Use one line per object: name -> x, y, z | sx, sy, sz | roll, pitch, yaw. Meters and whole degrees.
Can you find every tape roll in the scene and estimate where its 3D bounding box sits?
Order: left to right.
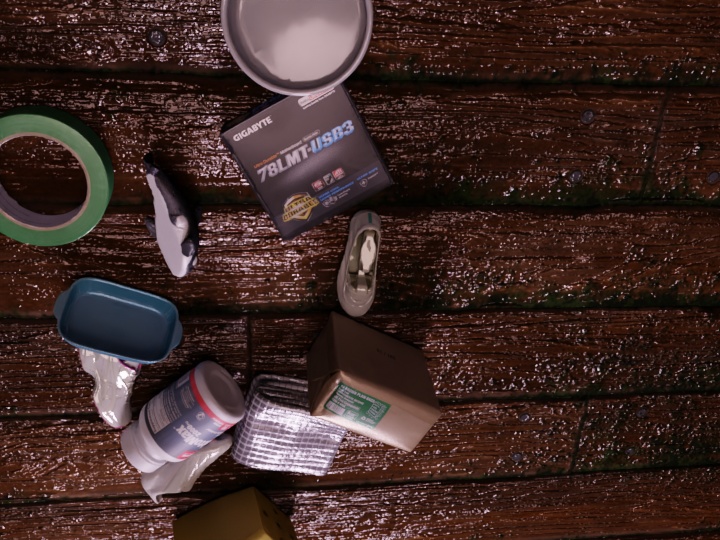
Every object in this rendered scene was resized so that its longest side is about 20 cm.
tape roll -> -0.468, -0.136, 1.055 | 0.198, 0.048, 0.202 | -3, 118, -6

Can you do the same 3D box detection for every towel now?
towel -> -0.121, 0.287, 1.308 | 0.198, 0.086, 0.167 | 14, 116, -15

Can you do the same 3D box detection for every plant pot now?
plant pot -> -0.221, 0.543, 1.377 | 0.176, 0.200, 0.200 | -38, 117, 0

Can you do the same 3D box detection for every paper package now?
paper package -> 0.018, 0.186, 1.215 | 0.199, 0.191, 0.104 | 26, 111, -19

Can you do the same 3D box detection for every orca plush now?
orca plush -> -0.282, -0.090, 1.113 | 0.105, 0.071, 0.201 | 5, 123, 41

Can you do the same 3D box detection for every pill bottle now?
pill bottle -> -0.309, 0.258, 1.246 | 0.199, 0.120, 0.120 | -36, 117, 12

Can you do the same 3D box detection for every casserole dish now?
casserole dish -> -0.387, 0.086, 1.154 | 0.198, 0.122, 0.039 | 18, 144, -18

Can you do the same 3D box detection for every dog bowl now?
dog bowl -> -0.082, -0.338, 0.962 | 0.198, 0.079, 0.202 | 0, 106, 0

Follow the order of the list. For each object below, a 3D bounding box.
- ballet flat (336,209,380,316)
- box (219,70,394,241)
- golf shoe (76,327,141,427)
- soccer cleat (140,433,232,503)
ballet flat -> 0.000, 0.000, 1.186 | 0.069, 0.070, 0.202 | 3, 117, -10
box -> -0.078, -0.174, 1.093 | 0.199, 0.050, 0.199 | -27, 119, 5
golf shoe -> -0.407, 0.182, 1.213 | 0.091, 0.076, 0.202 | -6, 120, 2
soccer cleat -> -0.312, 0.360, 1.323 | 0.199, 0.069, 0.078 | -27, 90, 13
